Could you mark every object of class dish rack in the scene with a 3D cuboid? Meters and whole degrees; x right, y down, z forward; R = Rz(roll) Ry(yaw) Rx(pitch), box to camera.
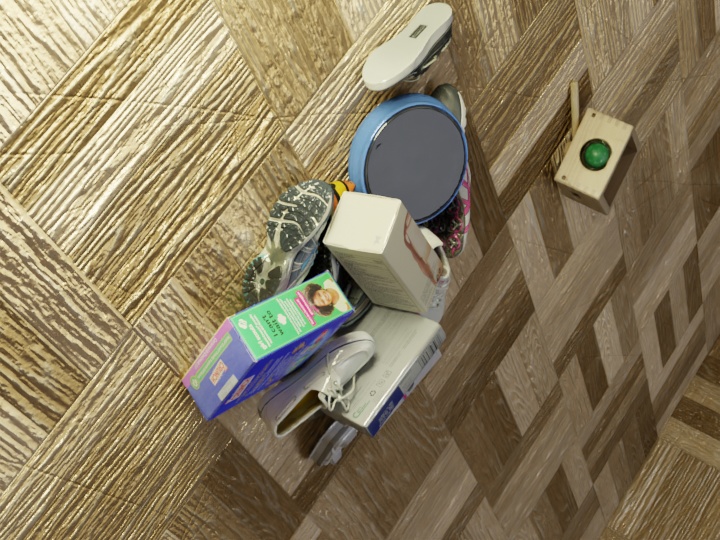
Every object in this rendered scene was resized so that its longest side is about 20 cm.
[{"bbox_3d":[-0.002,0.244,1.829,0.200,0.043,0.172,-44,171,-28],"label":"dish rack"}]

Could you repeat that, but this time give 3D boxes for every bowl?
[{"bbox_3d":[0.076,-0.164,1.659,0.197,0.039,0.205,-11,114,-25],"label":"bowl"}]

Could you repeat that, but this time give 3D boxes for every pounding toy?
[{"bbox_3d":[0.457,-0.240,2.173,0.187,0.141,0.200,-64,159,1],"label":"pounding toy"}]

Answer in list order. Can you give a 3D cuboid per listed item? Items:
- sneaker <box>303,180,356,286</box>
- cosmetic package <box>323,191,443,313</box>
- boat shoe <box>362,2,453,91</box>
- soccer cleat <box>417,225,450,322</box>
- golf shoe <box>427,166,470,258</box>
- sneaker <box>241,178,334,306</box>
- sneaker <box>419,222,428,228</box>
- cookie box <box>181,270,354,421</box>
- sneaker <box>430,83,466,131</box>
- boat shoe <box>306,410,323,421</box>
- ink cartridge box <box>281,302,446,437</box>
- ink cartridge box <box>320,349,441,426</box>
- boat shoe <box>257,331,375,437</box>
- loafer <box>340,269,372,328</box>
[{"bbox_3d":[-0.035,-0.038,1.628,0.089,0.069,0.203,-27,131,-39],"label":"sneaker"},{"bbox_3d":[0.038,-0.024,1.599,0.089,0.102,0.200,-68,151,-18],"label":"cosmetic package"},{"bbox_3d":[0.077,-0.311,1.603,0.200,0.070,0.064,-46,143,-29],"label":"boat shoe"},{"bbox_3d":[0.109,0.023,1.749,0.069,0.086,0.203,-34,130,-24],"label":"soccer cleat"},{"bbox_3d":[0.156,-0.124,1.800,0.091,0.072,0.205,-11,100,-53],"label":"golf shoe"},{"bbox_3d":[-0.095,-0.037,1.553,0.202,0.077,0.086,-58,155,7],"label":"sneaker"},{"bbox_3d":[0.068,-0.009,1.804,0.202,0.076,0.089,-59,139,-13],"label":"sneaker"},{"bbox_3d":[-0.128,0.102,1.519,0.199,0.076,0.171,-27,164,-45],"label":"cookie box"},{"bbox_3d":[0.103,-0.195,1.718,0.084,0.074,0.204,-1,112,-54],"label":"sneaker"},{"bbox_3d":[-0.023,0.176,1.798,0.200,0.065,0.074,-48,145,-24],"label":"boat shoe"},{"bbox_3d":[0.001,0.134,1.674,0.197,0.198,0.044,-51,136,-18],"label":"ink cartridge box"},{"bbox_3d":[0.018,0.164,1.717,0.200,0.114,0.068,-47,136,-17],"label":"ink cartridge box"},{"bbox_3d":[-0.052,0.173,1.584,0.200,0.086,0.075,-33,135,-5],"label":"boat shoe"},{"bbox_3d":[0.000,0.000,1.709,0.201,0.071,0.064,-54,149,-33],"label":"loafer"}]
